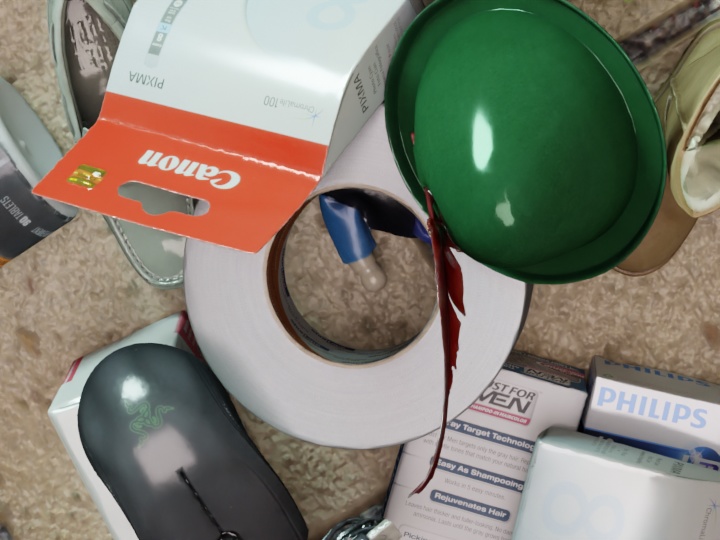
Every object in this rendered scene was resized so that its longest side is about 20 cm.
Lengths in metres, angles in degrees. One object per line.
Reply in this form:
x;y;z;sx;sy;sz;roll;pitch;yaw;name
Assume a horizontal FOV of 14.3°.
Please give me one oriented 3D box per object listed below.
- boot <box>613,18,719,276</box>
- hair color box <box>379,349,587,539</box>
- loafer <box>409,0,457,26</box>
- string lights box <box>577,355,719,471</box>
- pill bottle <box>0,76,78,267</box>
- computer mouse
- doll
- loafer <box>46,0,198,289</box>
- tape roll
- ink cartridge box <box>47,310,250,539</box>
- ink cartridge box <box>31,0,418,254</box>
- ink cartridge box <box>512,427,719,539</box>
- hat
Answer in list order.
0.183;-0.060;1.624;0.066;0.200;0.176;23;102;-2;boot
0.064;0.147;1.747;0.099;0.061;0.201;16;103;0;hair color box
0.095;-0.133;1.617;0.073;0.071;0.200;-49;127;-13;loafer
0.168;0.163;1.744;0.102;0.059;0.201;12;102;1;string lights box
-0.275;-0.024;1.710;0.199;0.106;0.106;-33;98;10;pill bottle
-0.080;0.128;1.611;0.138;0.053;0.200;-38;99;0;computer mouse
0.030;-0.051;1.714;0.199;0.048;0.137;19;101;-1;doll
-0.141;-0.081;1.707;0.070;0.070;0.201;-19;100;8;loafer
0.000;0.000;1.666;0.199;0.066;0.202;1;95;8;tape roll
-0.099;0.140;1.712;0.084;0.146;0.201;-24;100;5;ink cartridge box
-0.074;-0.105;1.615;0.159;0.200;0.047;15;140;30;ink cartridge box
0.182;0.195;1.673;0.199;0.047;0.161;15;102;11;ink cartridge box
0.057;-0.034;1.507;0.166;0.176;0.200;-38;89;37;hat
